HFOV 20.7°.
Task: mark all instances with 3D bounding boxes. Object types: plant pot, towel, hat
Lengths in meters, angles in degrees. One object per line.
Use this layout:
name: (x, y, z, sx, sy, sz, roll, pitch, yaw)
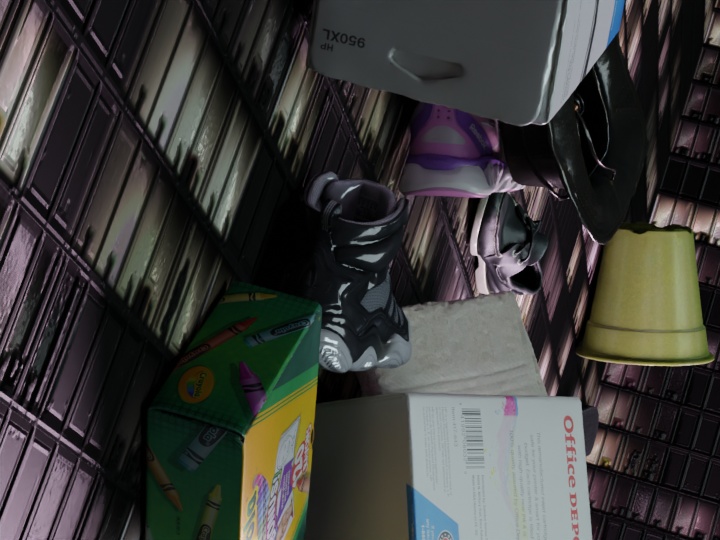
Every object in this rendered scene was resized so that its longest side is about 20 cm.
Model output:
plant pot: (0.412, 0.029, 2.838, 0.200, 0.199, 0.191, -23, 115, -74)
towel: (0.068, 0.086, 1.467, 0.200, 0.034, 0.133, -5, 75, -50)
hat: (0.143, -0.111, 1.450, 0.200, 0.081, 0.201, 24, 63, -60)

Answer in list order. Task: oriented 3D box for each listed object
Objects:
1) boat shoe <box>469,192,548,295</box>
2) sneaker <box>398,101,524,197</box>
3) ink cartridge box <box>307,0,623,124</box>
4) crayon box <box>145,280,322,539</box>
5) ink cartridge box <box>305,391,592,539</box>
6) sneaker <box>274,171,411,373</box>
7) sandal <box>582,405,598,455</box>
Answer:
boat shoe: (0.142, -0.025, 1.839, 0.200, 0.066, 0.075, 81, 28, -61)
sneaker: (0.079, -0.102, 1.482, 0.200, 0.080, 0.089, -19, 108, -77)
ink cartridge box: (0.070, -0.166, 1.163, 0.200, 0.144, 0.084, -50, 152, -62)
crayon box: (-0.073, 0.122, 1.123, 0.119, 0.058, 0.200, -59, 161, -49)
ink cartridge box: (0.058, 0.151, 1.309, 0.200, 0.125, 0.129, 6, 78, -45)
sneaker: (0.000, 0.000, 1.246, 0.200, 0.075, 0.114, -4, 112, -74)
sandal: (0.304, 0.229, 2.895, 0.200, 0.045, 0.075, 19, 81, -63)
